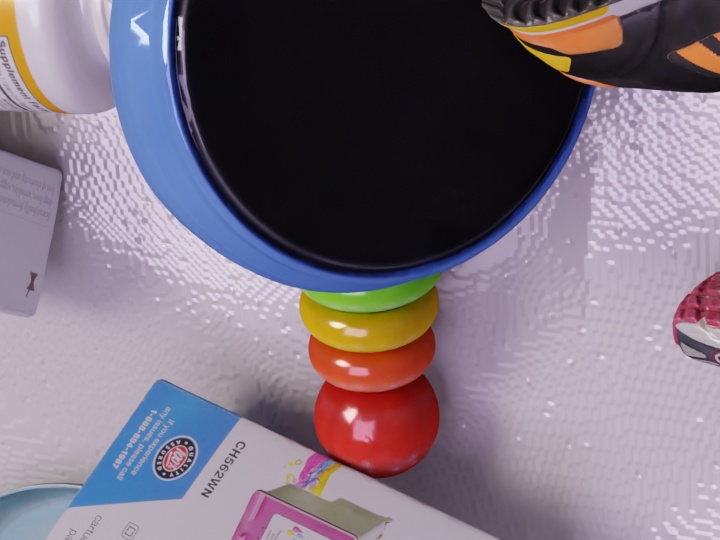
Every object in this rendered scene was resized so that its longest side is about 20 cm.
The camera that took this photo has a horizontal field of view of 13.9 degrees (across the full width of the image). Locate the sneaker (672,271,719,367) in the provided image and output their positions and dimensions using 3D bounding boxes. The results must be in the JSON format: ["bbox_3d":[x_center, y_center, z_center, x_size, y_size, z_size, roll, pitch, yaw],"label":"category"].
[{"bbox_3d":[0.216,0.045,1.144,0.200,0.081,0.075,14,122,18],"label":"sneaker"}]

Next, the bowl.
[{"bbox_3d":[0.003,-0.089,1.115,0.039,0.201,0.201,17,129,61],"label":"bowl"}]

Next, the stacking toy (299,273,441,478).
[{"bbox_3d":[0.000,0.000,1.229,0.085,0.085,0.200,11,123,21],"label":"stacking toy"}]

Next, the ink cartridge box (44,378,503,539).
[{"bbox_3d":[-0.035,0.155,1.252,0.200,0.145,0.085,24,156,24],"label":"ink cartridge box"}]

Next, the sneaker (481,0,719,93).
[{"bbox_3d":[0.148,-0.104,1.067,0.200,0.070,0.090,-3,156,28],"label":"sneaker"}]

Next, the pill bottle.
[{"bbox_3d":[-0.155,-0.121,1.221,0.200,0.109,0.109,4,116,24],"label":"pill bottle"}]

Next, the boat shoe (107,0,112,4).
[{"bbox_3d":[-0.057,-0.193,1.134,0.062,0.072,0.200,23,87,34],"label":"boat shoe"}]

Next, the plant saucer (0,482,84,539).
[{"bbox_3d":[-0.116,0.185,1.405,0.200,0.027,0.200,11,118,20],"label":"plant saucer"}]

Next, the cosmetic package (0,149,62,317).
[{"bbox_3d":[-0.243,-0.036,1.302,0.200,0.102,0.074,10,86,19],"label":"cosmetic package"}]
